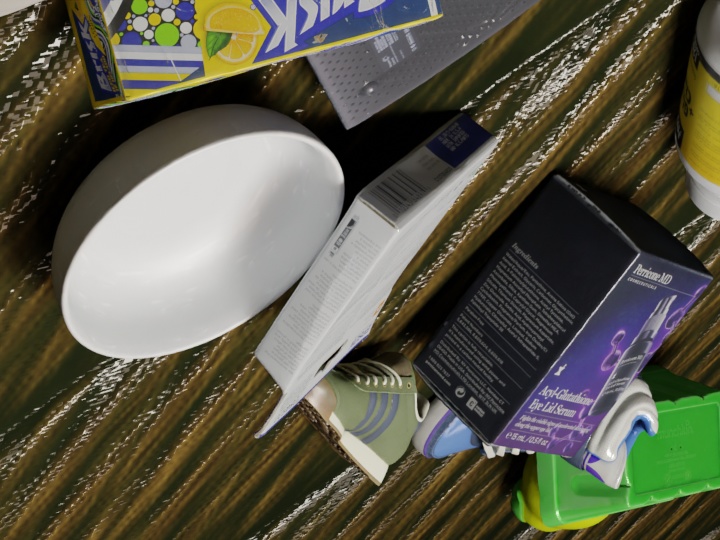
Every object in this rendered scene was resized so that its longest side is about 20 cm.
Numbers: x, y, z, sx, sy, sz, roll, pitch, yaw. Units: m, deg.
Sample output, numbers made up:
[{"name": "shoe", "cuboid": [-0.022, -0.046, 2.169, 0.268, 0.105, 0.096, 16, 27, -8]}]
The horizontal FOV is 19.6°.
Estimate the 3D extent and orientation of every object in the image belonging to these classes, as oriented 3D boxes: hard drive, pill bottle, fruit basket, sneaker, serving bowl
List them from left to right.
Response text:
[{"name": "serving bowl", "cuboid": [-0.111, -0.035, 1.313, 0.199, 0.066, 0.201, -25, 150, -16]}, {"name": "sneaker", "cuboid": [0.000, 0.094, 1.654, 0.090, 0.067, 0.200, -49, 148, -8]}, {"name": "hard drive", "cuboid": [0.049, -0.182, 1.296, 0.199, 0.042, 0.135, -35, 153, -1]}, {"name": "sneaker", "cuboid": [0.160, 0.141, 1.804, 0.199, 0.147, 0.081, -32, 152, -8]}, {"name": "fruit basket", "cuboid": [0.224, 0.175, 1.980, 0.214, 0.157, 0.216, -3, -178, 0]}, {"name": "pill bottle", "cuboid": [0.301, -0.125, 1.593, 0.111, 0.112, 0.201, -27, 151, -17]}]

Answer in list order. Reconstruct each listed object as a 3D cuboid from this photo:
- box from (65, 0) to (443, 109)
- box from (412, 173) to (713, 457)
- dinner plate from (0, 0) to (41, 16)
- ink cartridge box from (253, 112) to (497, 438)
[{"name": "box", "cuboid": [-0.058, -0.149, 1.162, 0.199, 0.071, 0.064, -17, -172, -23]}, {"name": "box", "cuboid": [0.164, 0.040, 1.671, 0.200, 0.104, 0.148, -54, 149, 15]}, {"name": "dinner plate", "cuboid": [-0.151, -0.180, 1.039, 0.199, 0.024, 0.200, -34, 168, -8]}, {"name": "ink cartridge box", "cuboid": [0.000, 0.000, 1.439, 0.201, 0.041, 0.200, -57, 173, 29]}]
